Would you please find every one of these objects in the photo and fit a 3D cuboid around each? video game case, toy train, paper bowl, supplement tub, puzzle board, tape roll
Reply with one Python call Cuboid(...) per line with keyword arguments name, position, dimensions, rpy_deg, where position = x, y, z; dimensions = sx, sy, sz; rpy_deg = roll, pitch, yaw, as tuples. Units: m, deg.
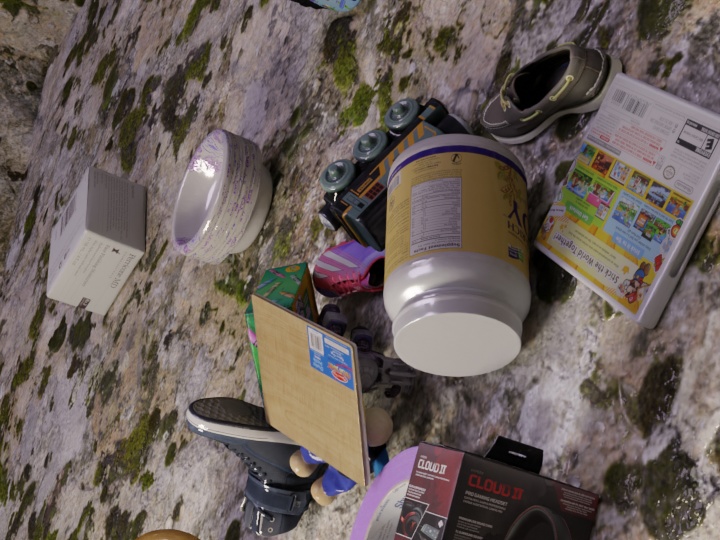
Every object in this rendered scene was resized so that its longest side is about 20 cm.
Cuboid(name="video game case", position=(0.243, -0.068, 1.118), dimensions=(0.184, 0.023, 0.200), rpy_deg=(-65, 27, 11))
Cuboid(name="toy train", position=(0.042, -0.111, 1.434), dimensions=(0.200, 0.086, 0.114), rpy_deg=(-44, 42, -9))
Cuboid(name="paper bowl", position=(-0.208, -0.108, 1.952), dimensions=(0.201, 0.103, 0.203), rpy_deg=(-43, 36, 43))
Cuboid(name="supplement tub", position=(0.095, -0.015, 1.233), dimensions=(0.145, 0.144, 0.203), rpy_deg=(-39, 40, 47))
Cuboid(name="puzzle board", position=(-0.050, 0.118, 1.299), dimensions=(0.199, 0.017, 0.153), rpy_deg=(22, 122, 53))
Cuboid(name="tape roll", position=(0.061, 0.272, 1.190), dimensions=(0.200, 0.065, 0.202), rpy_deg=(-45, 34, 42))

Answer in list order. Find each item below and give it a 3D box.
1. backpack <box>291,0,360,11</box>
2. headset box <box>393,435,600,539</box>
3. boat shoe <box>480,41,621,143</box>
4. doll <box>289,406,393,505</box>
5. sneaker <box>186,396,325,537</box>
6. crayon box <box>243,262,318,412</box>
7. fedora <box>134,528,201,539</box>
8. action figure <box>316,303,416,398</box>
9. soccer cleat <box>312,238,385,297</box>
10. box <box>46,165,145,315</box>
Cuboid(name="backpack", position=(-0.044, -0.478, 1.859), dimensions=(0.200, 0.133, 0.185), rpy_deg=(33, 102, 61))
Cuboid(name="headset box", position=(0.103, 0.239, 1.032), dimensions=(0.075, 0.147, 0.203), rpy_deg=(0, 72, 61))
Cuboid(name="boat shoe", position=(0.179, -0.183, 1.281), dimensions=(0.201, 0.060, 0.073), rpy_deg=(-17, 57, 59))
Cuboid(name="doll", position=(-0.010, 0.191, 1.338), dimensions=(0.048, 0.137, 0.200), rpy_deg=(-33, -10, -32))
Cuboid(name="sneaker", position=(-0.128, 0.229, 1.445), dimensions=(0.077, 0.200, 0.148), rpy_deg=(40, 109, 53))
Cuboid(name="crayon box", position=(-0.086, 0.075, 1.491), dimensions=(0.200, 0.057, 0.121), rpy_deg=(-77, -23, -76))
Cuboid(name="fedora", position=(-0.228, 0.423, 1.602), dimensions=(0.203, 0.199, 0.082), rpy_deg=(-64, -15, 11))
Cuboid(name="action figure", position=(-0.005, 0.101, 1.382), dimensions=(0.200, 0.128, 0.070), rpy_deg=(-119, 48, -76))
Cuboid(name="soccer cleat", position=(0.000, 0.000, 1.507), dimensions=(0.199, 0.066, 0.078), rpy_deg=(-32, 43, 48))
Cuboid(name="box", position=(-0.528, -0.059, 2.526), dimensions=(0.200, 0.129, 0.202), rpy_deg=(-52, 31, 33))
